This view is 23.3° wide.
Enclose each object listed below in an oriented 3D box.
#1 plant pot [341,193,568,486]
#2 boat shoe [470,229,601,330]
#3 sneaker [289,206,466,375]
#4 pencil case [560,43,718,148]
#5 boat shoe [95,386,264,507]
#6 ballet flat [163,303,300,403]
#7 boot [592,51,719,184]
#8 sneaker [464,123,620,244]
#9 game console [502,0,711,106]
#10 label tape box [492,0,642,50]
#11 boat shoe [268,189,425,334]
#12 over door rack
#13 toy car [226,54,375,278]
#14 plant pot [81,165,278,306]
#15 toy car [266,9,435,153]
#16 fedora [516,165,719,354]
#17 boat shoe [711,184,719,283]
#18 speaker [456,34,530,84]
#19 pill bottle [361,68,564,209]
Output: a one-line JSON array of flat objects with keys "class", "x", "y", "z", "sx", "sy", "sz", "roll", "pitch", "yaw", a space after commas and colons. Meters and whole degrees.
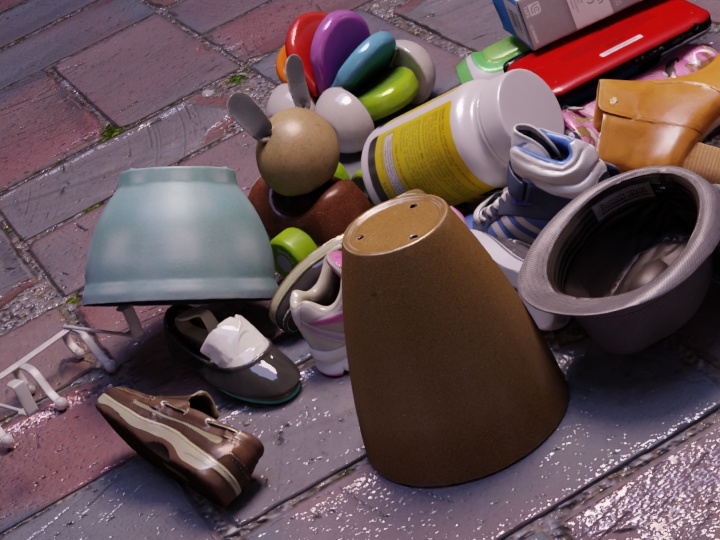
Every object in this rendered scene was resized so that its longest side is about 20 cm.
[{"class": "plant pot", "x": 0.061, "y": 0.044, "z": 1.467, "sx": 0.185, "sy": 0.201, "sz": 0.187, "roll": -16, "pitch": 28, "yaw": 9}, {"class": "boat shoe", "x": 0.153, "y": 0.003, "z": 1.624, "sx": 0.066, "sy": 0.071, "sz": 0.200, "roll": -11, "pitch": 17, "yaw": -25}, {"class": "sneaker", "x": 0.015, "y": 0.005, "z": 1.643, "sx": 0.200, "sy": 0.088, "sz": 0.081, "roll": -43, "pitch": 30, "yaw": -3}, {"class": "pencil case", "x": 0.287, "y": -0.157, "z": 1.780, "sx": 0.199, "sy": 0.087, "sz": 0.083, "roll": -28, "pitch": 48, "yaw": -16}, {"class": "boat shoe", "x": -0.159, "y": 0.145, "z": 1.581, "sx": 0.202, "sy": 0.075, "sz": 0.075, "roll": 27, "pitch": 67, "yaw": 42}, {"class": "ballet flat", "x": -0.135, "y": 0.075, "z": 1.694, "sx": 0.068, "sy": 0.069, "sz": 0.199, "roll": -37, "pitch": 31, "yaw": -27}, {"class": "boot", "x": 0.305, "y": -0.174, "z": 1.713, "sx": 0.143, "sy": 0.071, "sz": 0.203, "roll": 15, "pitch": 64, "yaw": 4}, {"class": "sneaker", "x": 0.155, "y": -0.081, "z": 1.676, "sx": 0.199, "sy": 0.147, "sz": 0.081, "roll": 4, "pitch": 37, "yaw": 40}, {"class": "game console", "x": 0.262, "y": -0.204, "z": 1.854, "sx": 0.199, "sy": 0.119, "sz": 0.172, "roll": -28, "pitch": 30, "yaw": -10}, {"class": "label tape box", "x": 0.249, "y": -0.314, "z": 1.874, "sx": 0.199, "sy": 0.064, "sz": 0.144, "roll": -25, "pitch": 19, "yaw": -1}, {"class": "boat shoe", "x": 0.001, "y": 0.000, "z": 1.728, "sx": 0.200, "sy": 0.072, "sz": 0.066, "roll": -37, "pitch": 59, "yaw": -7}, {"class": "over door rack", "x": -0.305, "y": 0.109, "z": 1.742, "sx": 0.147, "sy": 0.067, "sz": 0.200, "roll": -37, "pitch": 10, "yaw": -28}, {"class": "toy car", "x": -0.076, "y": -0.119, "z": 1.854, "sx": 0.157, "sy": 0.201, "sz": 0.164, "roll": 10, "pitch": 41, "yaw": 46}, {"class": "plant pot", "x": -0.182, "y": -0.034, "z": 1.755, "sx": 0.198, "sy": 0.136, "sz": 0.200, "roll": -2, "pitch": -2, "yaw": 0}, {"class": "toy car", "x": -0.022, "y": -0.240, "z": 2.085, "sx": 0.199, "sy": 0.151, "sz": 0.175, "roll": 11, "pitch": 41, "yaw": 46}, {"class": "fedora", "x": 0.235, "y": 0.002, "z": 1.496, "sx": 0.176, "sy": 0.091, "sz": 0.201, "roll": -1, "pitch": 42, "yaw": 37}, {"class": "boat shoe", "x": 0.342, "y": -0.014, "z": 1.519, "sx": 0.064, "sy": 0.075, "sz": 0.202, "roll": 18, "pitch": 17, "yaw": -18}, {"class": "speaker", "x": 0.212, "y": -0.241, "z": 1.969, "sx": 0.199, "sy": 0.089, "sz": 0.089, "roll": -25, "pitch": 26, "yaw": 11}, {"class": "pill bottle", "x": 0.103, "y": -0.125, "z": 1.771, "sx": 0.199, "sy": 0.115, "sz": 0.114, "roll": -23, "pitch": 19, "yaw": 46}]
